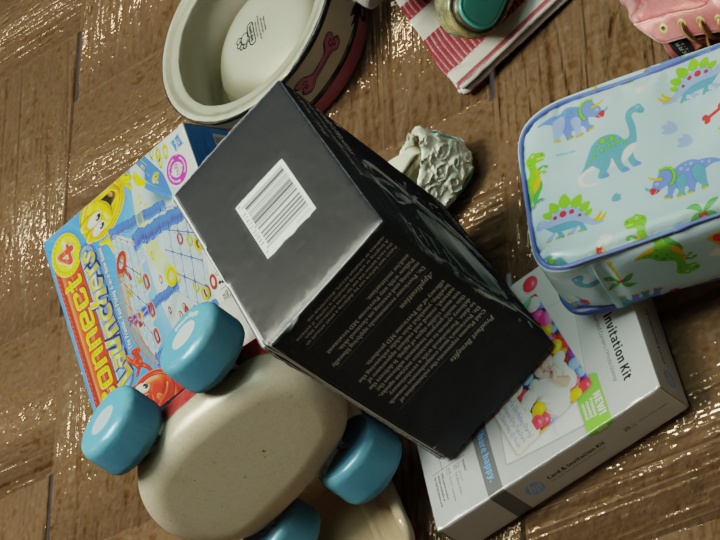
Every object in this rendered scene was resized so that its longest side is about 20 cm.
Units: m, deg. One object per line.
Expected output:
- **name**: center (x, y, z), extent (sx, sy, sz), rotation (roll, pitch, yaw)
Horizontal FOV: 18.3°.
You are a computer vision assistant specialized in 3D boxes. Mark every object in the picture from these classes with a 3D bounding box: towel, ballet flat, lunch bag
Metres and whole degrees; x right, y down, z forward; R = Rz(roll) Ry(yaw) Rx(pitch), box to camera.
- **towel**: center (0.096, -0.247, 1.837), extent (0.144, 0.023, 0.200), rotation (-43, 44, 14)
- **ballet flat**: center (0.116, -0.273, 1.779), extent (0.070, 0.071, 0.201), rotation (17, 76, 48)
- **lunch bag**: center (0.212, -0.067, 1.534), extent (0.199, 0.083, 0.162), rotation (-19, 51, 17)
- **ballet flat**: center (0.012, -0.028, 1.753), extent (0.201, 0.072, 0.072), rotation (-57, 41, 2)

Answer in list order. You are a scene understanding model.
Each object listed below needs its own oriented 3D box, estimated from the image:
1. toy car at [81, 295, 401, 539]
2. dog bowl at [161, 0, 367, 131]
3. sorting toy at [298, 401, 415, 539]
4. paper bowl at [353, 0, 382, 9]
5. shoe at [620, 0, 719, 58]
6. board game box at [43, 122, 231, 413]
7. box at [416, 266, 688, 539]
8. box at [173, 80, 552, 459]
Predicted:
- **toy car**: center (-0.087, 0.088, 1.660), extent (0.177, 0.184, 0.200), rotation (-45, 23, 22)
- **dog bowl**: center (-0.078, -0.203, 1.942), extent (0.199, 0.074, 0.201), rotation (-23, 52, 34)
- **sorting toy**: center (-0.046, 0.200, 1.697), extent (0.200, 0.036, 0.186), rotation (-46, 42, 20)
- **paper bowl**: center (0.043, -0.303, 1.784), extent (0.104, 0.201, 0.202), rotation (28, 86, 6)
- **shoe**: center (0.261, -0.181, 1.599), extent (0.091, 0.071, 0.200), rotation (-52, 38, 13)
- **board game box**: center (-0.159, 0.016, 1.840), extent (0.196, 0.056, 0.201), rotation (-37, 62, 34)
- **box**: center (0.125, 0.082, 1.590), extent (0.199, 0.041, 0.157), rotation (-35, 45, 23)
- **box**: center (0.000, 0.000, 1.586), extent (0.124, 0.196, 0.200), rotation (-46, 40, 9)
